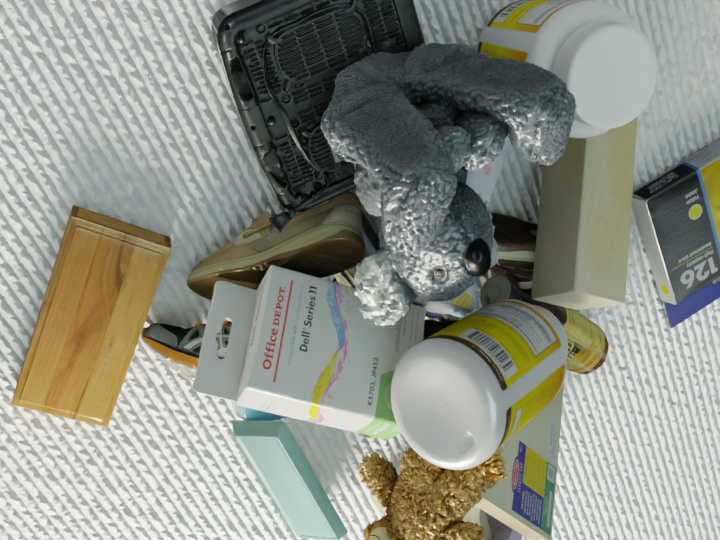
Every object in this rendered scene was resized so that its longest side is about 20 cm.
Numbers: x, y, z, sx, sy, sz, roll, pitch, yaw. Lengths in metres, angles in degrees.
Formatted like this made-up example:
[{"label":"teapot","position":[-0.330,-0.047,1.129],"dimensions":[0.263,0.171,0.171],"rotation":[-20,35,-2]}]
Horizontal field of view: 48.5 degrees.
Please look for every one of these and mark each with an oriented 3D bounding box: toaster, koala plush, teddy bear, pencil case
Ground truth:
[{"label":"toaster","position":[-0.035,-0.166,0.720],"dimensions":[0.196,0.119,0.184],"rotation":[-24,115,-6]},{"label":"koala plush","position":[0.059,-0.059,0.650],"dimensions":[0.175,0.183,0.203],"rotation":[-32,135,-21]},{"label":"teddy bear","position":[0.061,0.227,0.780],"dimensions":[0.199,0.066,0.146],"rotation":[-42,76,21]},{"label":"pencil case","position":[0.087,-0.058,0.778],"dimensions":[0.088,0.083,0.205],"rotation":[9,79,20]}]

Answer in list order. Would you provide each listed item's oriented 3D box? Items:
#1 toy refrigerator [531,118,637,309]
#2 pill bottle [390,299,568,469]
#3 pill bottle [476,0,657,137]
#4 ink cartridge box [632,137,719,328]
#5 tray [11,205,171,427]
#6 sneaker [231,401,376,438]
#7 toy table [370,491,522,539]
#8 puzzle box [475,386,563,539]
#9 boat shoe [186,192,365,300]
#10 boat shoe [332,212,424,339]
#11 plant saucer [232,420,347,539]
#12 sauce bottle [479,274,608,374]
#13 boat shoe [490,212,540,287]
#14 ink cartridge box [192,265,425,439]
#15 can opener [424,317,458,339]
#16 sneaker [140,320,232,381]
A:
[{"label":"toy refrigerator","position":[0.230,-0.068,0.812],"dimensions":[0.068,0.076,0.206],"rotation":[12,78,-20]},{"label":"pill bottle","position":[0.119,0.092,0.725],"dimensions":[0.198,0.107,0.112],"rotation":[-19,124,-53]},{"label":"pill bottle","position":[0.181,-0.184,0.718],"dimensions":[0.106,0.200,0.112],"rotation":[-3,110,-9]},{"label":"ink cartridge box","position":[0.432,-0.051,0.944],"dimensions":[0.195,0.047,0.203],"rotation":[-30,114,-4]},{"label":"tray","position":[-0.265,0.050,0.785],"dimensions":[0.097,0.037,0.204],"rotation":[17,104,-22]},{"label":"sneaker","position":[-0.035,0.131,0.828],"dimensions":[0.196,0.131,0.081],"rotation":[-23,125,-6]},{"label":"toy table","position":[0.101,0.285,0.909],"dimensions":[0.182,0.200,0.118],"rotation":[-30,101,34]},{"label":"puzzle box","position":[0.174,0.176,0.878],"dimensions":[0.025,0.204,0.132],"rotation":[-16,138,40]},{"label":"boat shoe","position":[-0.082,-0.020,0.777],"dimensions":[0.195,0.066,0.071],"rotation":[-15,147,23]},{"label":"boat shoe","position":[0.000,0.000,0.829],"dimensions":[0.061,0.072,0.203],"rotation":[-27,104,14]},{"label":"plant saucer","position":[-0.077,0.238,0.887],"dimensions":[0.068,0.019,0.203],"rotation":[-4,128,25]},{"label":"sauce bottle","position":[0.203,0.060,0.885],"dimensions":[0.198,0.066,0.067],"rotation":[26,103,-38]},{"label":"boat shoe","position":[0.167,-0.012,0.868],"dimensions":[0.196,0.075,0.076],"rotation":[4,123,-14]},{"label":"ink cartridge box","position":[-0.045,0.073,0.734],"dimensions":[0.195,0.067,0.120],"rotation":[15,66,-14]},{"label":"can opener","position":[0.129,0.116,0.916],"dimensions":[0.198,0.063,0.080],"rotation":[34,72,-35]},{"label":"sneaker","position":[-0.125,0.080,0.804],"dimensions":[0.195,0.079,0.079],"rotation":[13,73,7]}]
